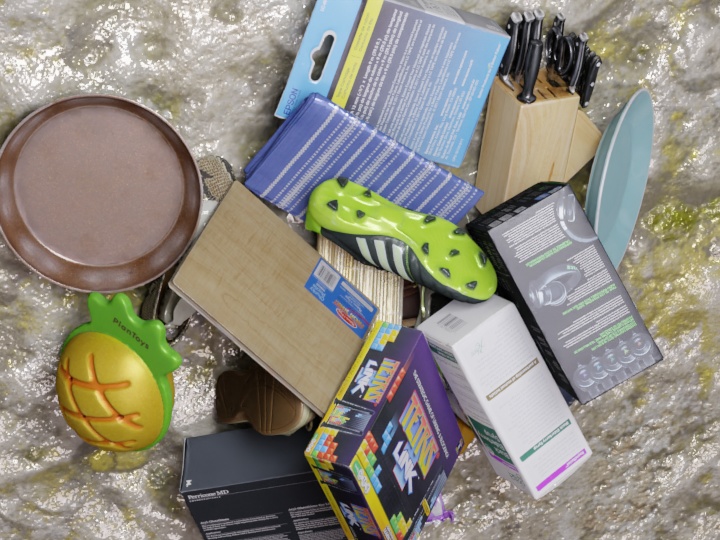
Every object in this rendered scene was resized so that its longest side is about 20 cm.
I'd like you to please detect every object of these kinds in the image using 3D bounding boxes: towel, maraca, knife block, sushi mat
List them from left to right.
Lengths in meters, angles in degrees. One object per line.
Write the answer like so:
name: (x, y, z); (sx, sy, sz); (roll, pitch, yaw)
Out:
maraca: (-0.238, 0.102, 1.602); (0.137, 0.107, 0.201); (33, 134, 9)
towel: (0.000, -0.084, 1.577); (0.199, 0.024, 0.145); (29, 133, -17)
sushi mat: (0.000, 0.000, 1.645); (0.095, 0.012, 0.202); (4, 87, -19)
knife block: (0.160, -0.156, 1.623); (0.200, 0.064, 0.175); (-44, 132, 8)

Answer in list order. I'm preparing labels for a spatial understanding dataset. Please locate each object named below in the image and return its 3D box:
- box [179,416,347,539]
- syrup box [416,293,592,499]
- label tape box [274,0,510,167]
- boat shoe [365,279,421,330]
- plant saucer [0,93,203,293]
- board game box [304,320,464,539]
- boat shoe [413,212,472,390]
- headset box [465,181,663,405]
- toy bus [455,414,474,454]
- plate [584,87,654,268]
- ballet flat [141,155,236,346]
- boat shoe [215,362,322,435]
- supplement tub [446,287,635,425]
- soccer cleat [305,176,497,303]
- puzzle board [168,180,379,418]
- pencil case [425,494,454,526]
box: (-0.075, 0.233, 1.716); (0.199, 0.079, 0.142); (-9, 136, 8)
syrup box: (0.144, 0.122, 1.611); (0.081, 0.079, 0.201); (-35, 115, -14)
label tape box: (0.026, -0.196, 1.575); (0.199, 0.066, 0.144); (14, 112, -19)
boat shoe: (0.023, 0.031, 1.697); (0.199, 0.070, 0.071); (-7, 93, -22)
plant saucer: (-0.249, -0.076, 1.545); (0.199, 0.035, 0.202); (-2, 113, -4)
board game box: (0.029, 0.177, 1.606); (0.166, 0.056, 0.200); (-59, 147, -28)
boat shoe: (0.092, 0.021, 1.652); (0.072, 0.060, 0.203); (1, 95, -23)
headset box: (0.196, 0.023, 1.561); (0.092, 0.174, 0.201); (-29, 94, -1)
toy bus: (0.043, 0.151, 1.756); (0.199, 0.078, 0.065); (29, 105, -28)
plate: (0.262, -0.090, 1.666); (0.025, 0.200, 0.201); (14, 120, 21)
ballet flat: (-0.163, -0.011, 1.603); (0.067, 0.075, 0.201); (14, 112, -23)
boat shoe: (-0.085, 0.128, 1.646); (0.062, 0.200, 0.074); (5, 89, -27)
supplement tub: (0.186, 0.081, 1.731); (0.140, 0.140, 0.200); (30, 105, -29)
soccer cleat: (0.039, -0.024, 1.567); (0.199, 0.068, 0.081); (29, 152, -2)
puzzle board: (-0.080, 0.028, 1.567); (0.200, 0.151, 0.017); (42, 136, -15)
pencil case: (0.004, 0.278, 1.808); (0.199, 0.086, 0.084); (-22, 157, -3)
